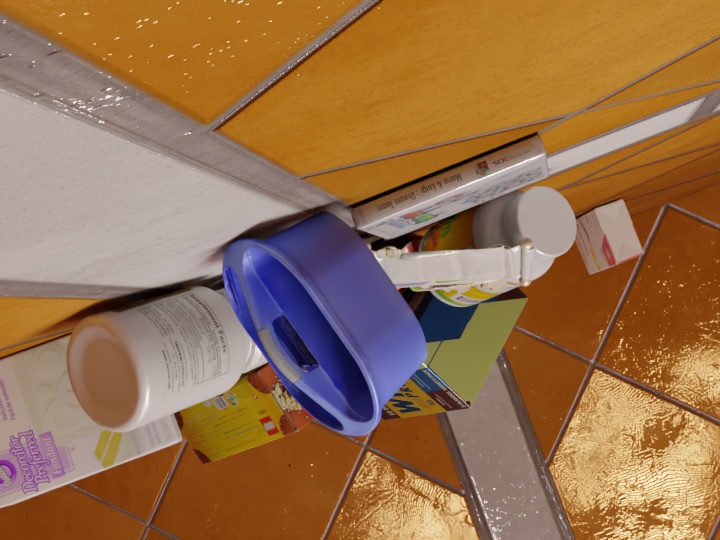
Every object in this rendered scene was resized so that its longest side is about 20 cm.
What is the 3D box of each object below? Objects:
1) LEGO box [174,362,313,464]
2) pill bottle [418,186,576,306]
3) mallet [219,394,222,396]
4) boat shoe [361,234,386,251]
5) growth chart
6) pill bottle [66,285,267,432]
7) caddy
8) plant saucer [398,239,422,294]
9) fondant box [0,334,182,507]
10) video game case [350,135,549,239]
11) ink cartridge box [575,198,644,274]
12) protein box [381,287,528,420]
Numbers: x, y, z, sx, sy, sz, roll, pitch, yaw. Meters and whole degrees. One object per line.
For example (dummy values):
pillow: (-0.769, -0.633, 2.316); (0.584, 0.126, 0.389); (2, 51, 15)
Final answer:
LEGO box: (-0.099, 0.132, 1.389); (0.149, 0.077, 0.200); (-36, -173, -40)
pill bottle: (0.162, -0.031, 1.455); (0.111, 0.111, 0.200); (-17, 175, -31)
mallet: (-0.184, 0.090, 1.376); (0.066, 0.041, 0.200); (9, -165, -10)
boat shoe: (0.000, 0.000, 1.430); (0.075, 0.061, 0.200); (-19, 175, -4)
growth chart: (0.095, -0.003, 1.335); (0.199, 0.018, 0.145); (-2, 160, -3)
pill bottle: (-0.178, 0.077, 1.213); (0.114, 0.115, 0.200); (-24, 176, 40)
caddy: (-0.039, 0.049, 1.068); (0.105, 0.200, 0.141); (-37, -177, -33)
plant saucer: (0.018, 0.038, 1.624); (0.200, 0.037, 0.200); (-42, 176, 10)
fondant box: (-0.305, 0.146, 1.292); (0.199, 0.145, 0.058); (-20, 176, -5)
video game case: (0.092, -0.075, 1.184); (0.181, 0.024, 0.200); (-21, 175, 8)
ink cartridge box: (0.481, -0.062, 2.452); (0.067, 0.117, 0.200); (-20, 175, -10)
protein box: (0.090, 0.085, 1.731); (0.200, 0.135, 0.199); (-18, -146, 54)
